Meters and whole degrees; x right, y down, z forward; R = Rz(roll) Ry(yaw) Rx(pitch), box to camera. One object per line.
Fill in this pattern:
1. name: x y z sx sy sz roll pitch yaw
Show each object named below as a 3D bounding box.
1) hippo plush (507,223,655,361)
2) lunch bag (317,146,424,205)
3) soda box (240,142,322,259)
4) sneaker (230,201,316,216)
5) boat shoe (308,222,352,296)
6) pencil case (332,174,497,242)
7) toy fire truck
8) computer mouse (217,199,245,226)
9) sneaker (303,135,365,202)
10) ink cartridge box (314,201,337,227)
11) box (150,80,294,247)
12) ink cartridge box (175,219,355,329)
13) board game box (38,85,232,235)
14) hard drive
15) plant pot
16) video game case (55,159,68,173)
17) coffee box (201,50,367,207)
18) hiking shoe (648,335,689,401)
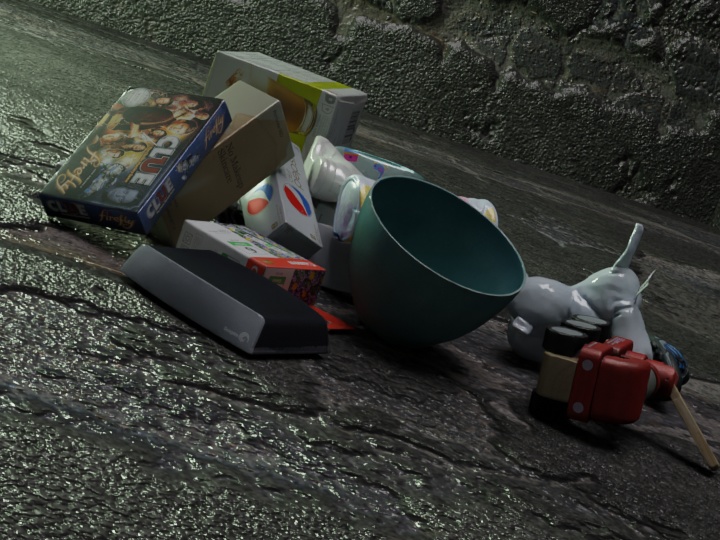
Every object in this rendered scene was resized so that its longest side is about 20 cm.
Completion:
1. hippo plush: 0.259 0.068 1.650 0.161 0.200 0.159 -2 52 -5
2. lunch bag: 0.011 -0.098 1.966 0.160 0.077 0.200 19 -18 9
3. soda box: -0.105 -0.090 1.696 0.068 0.064 0.200 36 26 -37
4. sneaker: -0.142 -0.099 1.875 0.200 0.077 0.082 24 6 11
5. boat shoe: 0.000 0.000 1.681 0.200 0.072 0.066 21 -3 25
6. pencil case: 0.067 -0.061 1.657 0.200 0.083 0.091 9 4 -24
7. toy fire truck: 0.300 0.139 1.494 0.200 0.129 0.176 14 9 21
8. computer mouse: -0.129 -0.057 1.742 0.200 0.044 0.110 13 43 -59
9. sneaker: -0.031 -0.121 1.806 0.088 0.075 0.200 20 14 -12
10. ink cartridge box: 0.042 -0.020 1.795 0.200 0.083 0.145 23 12 13
11. box: -0.181 -0.128 1.623 0.200 0.095 0.078 -41 49 -24
12. ink cartridge box: -0.102 0.005 1.527 0.200 0.050 0.109 28 14 33
13. board game box: -0.252 -0.129 1.549 0.135 0.035 0.200 11 49 24
14. hard drive: -0.135 0.027 1.391 0.200 0.042 0.135 29 15 35
15. plant pot: 0.065 0.009 1.535 0.200 0.135 0.200 25 29 -15
16. video game case: -0.257 -0.119 1.762 0.182 0.022 0.200 26 30 25
17. coffee box: -0.129 -0.203 2.043 0.198 0.200 0.200 22 13 9
18. hiking shoe: 0.394 0.123 1.773 0.087 0.074 0.200 18 12 -7
